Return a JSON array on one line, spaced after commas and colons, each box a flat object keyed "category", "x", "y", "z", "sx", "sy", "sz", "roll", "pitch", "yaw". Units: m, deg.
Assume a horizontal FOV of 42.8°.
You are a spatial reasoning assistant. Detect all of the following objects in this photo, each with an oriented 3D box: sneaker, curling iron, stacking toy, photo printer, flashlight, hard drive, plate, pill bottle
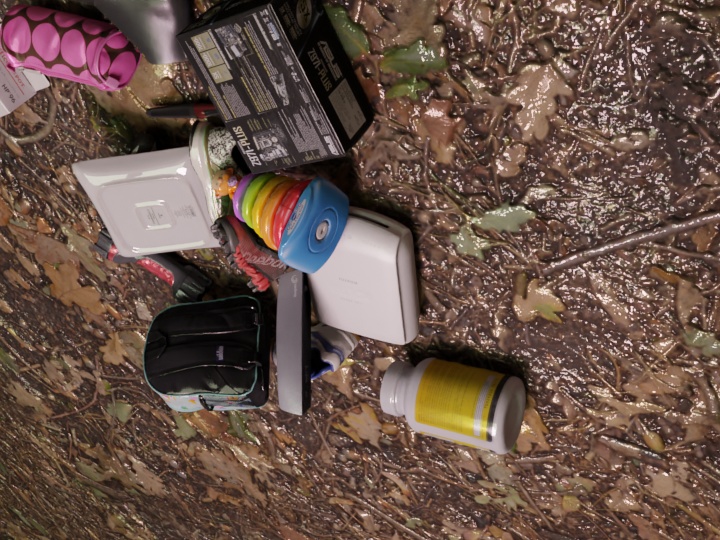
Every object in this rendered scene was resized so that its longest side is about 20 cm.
[{"category": "sneaker", "x": -0.316, "y": -0.131, "z": 1.398, "sx": 0.079, "sy": 0.075, "sz": 0.201, "roll": 17, "pitch": 143, "yaw": 0}, {"category": "curling iron", "x": -0.223, "y": -0.230, "z": 1.258, "sx": 0.197, "sy": 0.026, "sz": 0.050, "roll": -3, "pitch": 118, "yaw": 38}, {"category": "stacking toy", "x": -0.124, "y": -0.090, "z": 1.205, "sx": 0.198, "sy": 0.117, "sz": 0.109, "roll": 27, "pitch": 180, "yaw": 29}, {"category": "photo printer", "x": 0.000, "y": 0.000, "z": 1.283, "sx": 0.164, "sy": 0.070, "sz": 0.202, "roll": 15, "pitch": 135, "yaw": 24}, {"category": "sneaker", "x": -0.145, "y": -0.039, "z": 1.300, "sx": 0.071, "sy": 0.097, "sz": 0.201, "roll": 58, "pitch": 180, "yaw": 23}, {"category": "flashlight", "x": -0.347, "y": -0.005, "z": 1.527, "sx": 0.199, "sy": 0.068, "sz": 0.068, "roll": 35, "pitch": 139, "yaw": 2}, {"category": "sneaker", "x": -0.174, "y": -0.121, "z": 1.298, "sx": 0.087, "sy": 0.078, "sz": 0.202, "roll": -2, "pitch": 132, "yaw": 19}, {"category": "hard drive", "x": -0.094, "y": 0.102, "z": 1.333, "sx": 0.041, "sy": 0.204, "sz": 0.135, "roll": 0, "pitch": 177, "yaw": 2}, {"category": "sneaker", "x": -0.091, "y": 0.133, "z": 1.462, "sx": 0.075, "sy": 0.089, "sz": 0.199, "roll": 48, "pitch": 140, "yaw": -17}, {"category": "plate", "x": -0.304, "y": -0.090, "z": 1.366, "sx": 0.196, "sy": 0.033, "sz": 0.201, "roll": -6, "pitch": 137, "yaw": 8}, {"category": "sneaker", "x": -0.305, "y": -0.326, "z": 1.178, "sx": 0.197, "sy": 0.075, "sz": 0.108, "roll": 14, "pitch": 127, "yaw": 22}, {"category": "pill bottle", "x": 0.133, "y": 0.191, "z": 1.338, "sx": 0.197, "sy": 0.112, "sz": 0.113, "roll": 11, "pitch": 134, "yaw": 27}]

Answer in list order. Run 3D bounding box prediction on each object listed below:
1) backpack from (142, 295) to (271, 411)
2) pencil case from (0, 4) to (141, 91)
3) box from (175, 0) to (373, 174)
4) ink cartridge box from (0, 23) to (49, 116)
[{"category": "backpack", "x": -0.243, "y": 0.141, "z": 1.480, "sx": 0.196, "sy": 0.179, "sz": 0.154, "roll": -3, "pitch": 156, "yaw": 3}, {"category": "pencil case", "x": -0.400, "y": -0.303, "z": 1.263, "sx": 0.197, "sy": 0.095, "sz": 0.091, "roll": 16, "pitch": 167, "yaw": 25}, {"category": "box", "x": -0.101, "y": -0.233, "z": 1.120, "sx": 0.162, "sy": 0.086, "sz": 0.202, "roll": -6, "pitch": 124, "yaw": 39}, {"category": "ink cartridge box", "x": -0.584, "y": -0.297, "z": 1.418, "sx": 0.198, "sy": 0.068, "sz": 0.117, "roll": -8, "pitch": 124, "yaw": 39}]
